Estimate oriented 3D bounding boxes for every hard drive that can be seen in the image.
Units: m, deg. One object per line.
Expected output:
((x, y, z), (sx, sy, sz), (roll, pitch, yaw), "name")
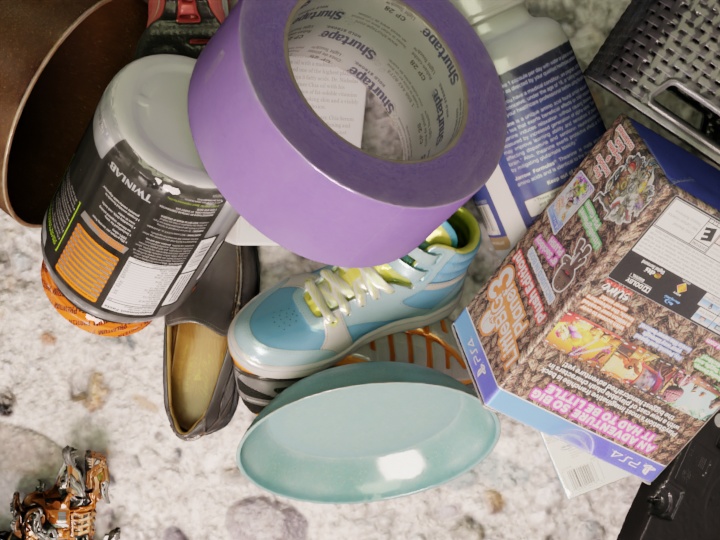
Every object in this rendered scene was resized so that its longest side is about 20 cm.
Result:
((0.295, 0.194, 1.183), (0.199, 0.038, 0.140), (32, 75, -18), "hard drive")

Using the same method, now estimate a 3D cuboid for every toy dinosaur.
((-0.268, 0.232, 1.256), (0.135, 0.102, 0.201), (21, 78, -16), "toy dinosaur")

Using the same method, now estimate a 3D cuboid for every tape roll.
((-0.008, -0.109, 1.051), (0.200, 0.200, 0.085), (44, 139, -3), "tape roll")

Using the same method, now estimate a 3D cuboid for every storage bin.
((0.240, -0.135, 1.102), (0.135, 0.200, 0.094), (33, 101, -1), "storage bin")

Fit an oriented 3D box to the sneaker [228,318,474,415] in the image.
((-0.003, 0.075, 1.224), (0.199, 0.079, 0.078), (4, 131, -5), "sneaker")

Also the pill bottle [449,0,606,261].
((0.114, -0.115, 1.160), (0.110, 0.111, 0.201), (-23, 97, 7), "pill bottle")

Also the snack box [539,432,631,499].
((0.229, 0.084, 1.220), (0.199, 0.037, 0.117), (-22, 98, 7), "snack box")

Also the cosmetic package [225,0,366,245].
((-0.056, -0.122, 1.171), (0.101, 0.071, 0.201), (1, 101, -33), "cosmetic package")

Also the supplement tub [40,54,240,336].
((-0.151, -0.046, 1.116), (0.122, 0.123, 0.200), (36, 136, -2), "supplement tub")

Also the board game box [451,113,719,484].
((0.191, 0.023, 1.096), (0.159, 0.097, 0.200), (26, 115, -27), "board game box")

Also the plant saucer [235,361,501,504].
((0.004, 0.118, 1.191), (0.199, 0.200, 0.036), (-12, 57, 6), "plant saucer")

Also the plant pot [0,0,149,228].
((-0.278, -0.160, 1.163), (0.199, 0.187, 0.188), (29, 100, 15), "plant pot")

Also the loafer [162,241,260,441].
((-0.118, 0.033, 1.220), (0.072, 0.072, 0.201), (2, 98, 5), "loafer")

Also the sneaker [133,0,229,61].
((-0.116, -0.195, 1.130), (0.073, 0.087, 0.201), (6, 115, 6), "sneaker")

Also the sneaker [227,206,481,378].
((0.000, 0.000, 1.142), (0.199, 0.131, 0.080), (-22, 66, -28), "sneaker")
